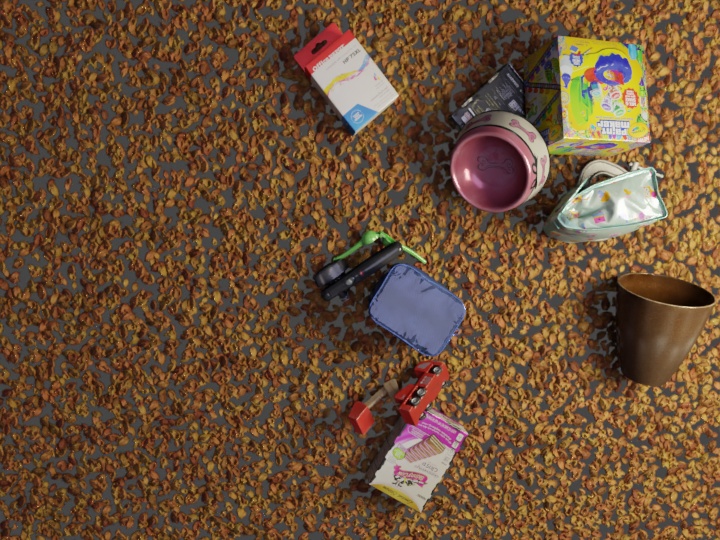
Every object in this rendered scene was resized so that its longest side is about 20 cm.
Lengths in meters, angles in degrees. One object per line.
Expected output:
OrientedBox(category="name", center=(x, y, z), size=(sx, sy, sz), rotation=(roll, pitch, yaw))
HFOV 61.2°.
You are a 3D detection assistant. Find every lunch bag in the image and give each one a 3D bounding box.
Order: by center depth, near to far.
OrientedBox(category="lunch bag", center=(0.468, -0.120, 1.209), size=(0.198, 0.170, 0.123), rotation=(-15, 87, 5))
OrientedBox(category="lunch bag", center=(0.117, 0.077, 1.238), size=(0.199, 0.132, 0.136), rotation=(35, 93, -2))

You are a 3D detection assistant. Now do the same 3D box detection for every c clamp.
OrientedBox(category="c clamp", center=(0.534, -0.148, 1.299), size=(0.170, 0.027, 0.202), rotation=(24, 94, -5))

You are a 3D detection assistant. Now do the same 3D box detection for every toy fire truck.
OrientedBox(category="toy fire truck", center=(0.082, 0.263, 1.270), size=(0.200, 0.140, 0.049), rotation=(-47, 126, -35))

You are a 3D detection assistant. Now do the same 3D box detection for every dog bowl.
OrientedBox(category="dog bowl", center=(0.263, -0.204, 1.190), size=(0.201, 0.200, 0.074), rotation=(52, 46, -7))

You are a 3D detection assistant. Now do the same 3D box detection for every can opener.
OrientedBox(category="can opener", center=(0.000, 0.000, 1.240), size=(0.199, 0.064, 0.079), rotation=(-28, 108, 13))

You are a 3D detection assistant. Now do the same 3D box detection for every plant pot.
OrientedBox(category="plant pot", center=(0.616, 0.131, 1.274), size=(0.185, 0.187, 0.202), rotation=(2, 110, -5))

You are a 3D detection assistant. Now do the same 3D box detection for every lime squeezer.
OrientedBox(category="lime squeezer", center=(0.042, -0.048, 1.267), size=(0.198, 0.038, 0.071), rotation=(0, 96, -5))

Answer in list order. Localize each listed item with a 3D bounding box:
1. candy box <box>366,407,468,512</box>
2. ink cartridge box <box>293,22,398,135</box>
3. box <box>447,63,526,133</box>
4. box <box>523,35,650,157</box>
OrientedBox(category="candy box", center=(0.120, 0.394, 1.307), size=(0.136, 0.061, 0.201), rotation=(30, 93, -7))
OrientedBox(category="ink cartridge box", center=(-0.031, -0.387, 1.210), size=(0.116, 0.067, 0.200), rotation=(-39, 97, 0))
OrientedBox(category="box", center=(0.302, -0.294, 1.256), size=(0.160, 0.049, 0.200), rotation=(-43, 98, 3))
OrientedBox(category="box", center=(0.440, -0.333, 1.193), size=(0.198, 0.122, 0.195), rotation=(-2, 87, -18))
